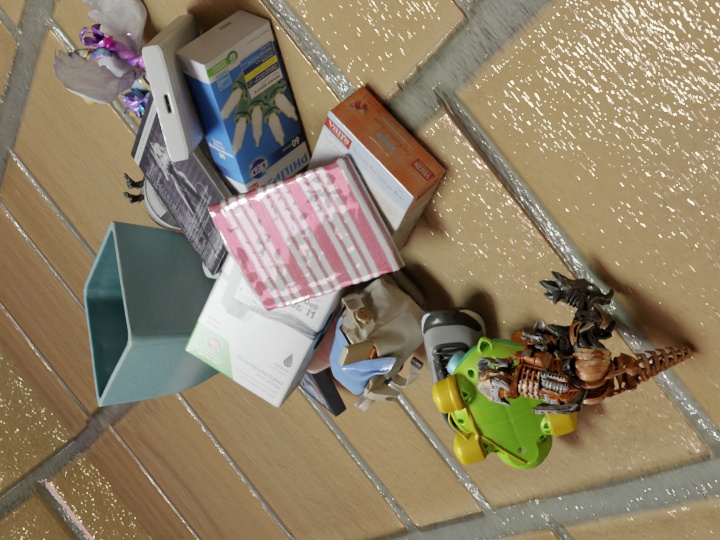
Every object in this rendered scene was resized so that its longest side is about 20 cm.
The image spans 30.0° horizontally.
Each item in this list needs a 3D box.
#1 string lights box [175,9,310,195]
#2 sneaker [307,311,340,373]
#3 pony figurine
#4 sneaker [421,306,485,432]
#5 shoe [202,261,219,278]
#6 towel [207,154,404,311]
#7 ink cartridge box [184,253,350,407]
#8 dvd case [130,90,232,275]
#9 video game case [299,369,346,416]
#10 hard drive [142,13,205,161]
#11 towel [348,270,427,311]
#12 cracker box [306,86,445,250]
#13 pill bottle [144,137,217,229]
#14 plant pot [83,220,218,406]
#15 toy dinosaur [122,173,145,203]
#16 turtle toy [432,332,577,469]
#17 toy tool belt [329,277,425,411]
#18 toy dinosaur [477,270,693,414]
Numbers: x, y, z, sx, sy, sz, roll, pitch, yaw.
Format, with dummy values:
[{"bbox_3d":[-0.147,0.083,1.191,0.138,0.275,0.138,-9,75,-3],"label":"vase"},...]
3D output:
[{"bbox_3d":[-0.135,-0.190,1.581,0.059,0.103,0.201,27,146,41],"label":"string lights box"},{"bbox_3d":[-0.087,0.047,1.726,0.201,0.104,0.075,53,-172,-16],"label":"sneaker"},{"bbox_3d":[-0.315,-0.271,1.754,0.192,0.168,0.199,27,162,-28],"label":"pony figurine"},{"bbox_3d":[0.114,0.114,1.573,0.073,0.080,0.201,-6,139,8],"label":"sneaker"},{"bbox_3d":[-0.178,-0.038,1.785,0.200,0.071,0.092,-150,40,-70],"label":"shoe"},{"bbox_3d":[-0.062,-0.041,1.518,0.198,0.030,0.147,-17,113,28],"label":"towel"},{"bbox_3d":[-0.107,0.042,1.648,0.146,0.083,0.201,30,116,6],"label":"ink cartridge box"},{"bbox_3d":[-0.216,-0.107,1.674,0.201,0.016,0.149,54,149,12],"label":"dvd case"},{"bbox_3d":[-0.106,0.103,1.961,0.180,0.025,0.201,29,150,61],"label":"video game case"},{"bbox_3d":[-0.209,-0.219,1.582,0.200,0.026,0.133,-79,-22,-69],"label":"hard drive"},{"bbox_3d":[0.000,0.000,1.689,0.200,0.034,0.133,49,153,8],"label":"towel"},{"bbox_3d":[0.009,-0.098,1.517,0.134,0.058,0.200,47,155,9],"label":"cracker box"},{"bbox_3d":[-0.231,-0.118,1.822,0.111,0.111,0.200,53,154,-5],"label":"pill bottle"},{"bbox_3d":[-0.270,0.062,1.924,0.196,0.198,0.198,125,138,-50],"label":"plant pot"},{"bbox_3d":[-0.298,-0.132,1.942,0.048,0.088,0.201,52,157,31],"label":"toy dinosaur"},{"bbox_3d":[0.166,0.151,1.515,0.101,0.144,0.201,-94,-16,-59],"label":"turtle toy"},{"bbox_3d":[0.007,0.107,1.632,0.124,0.123,0.201,36,153,15],"label":"toy tool belt"},{"bbox_3d":[0.214,0.089,1.312,0.198,0.137,0.103,11,133,-9],"label":"toy dinosaur"}]
